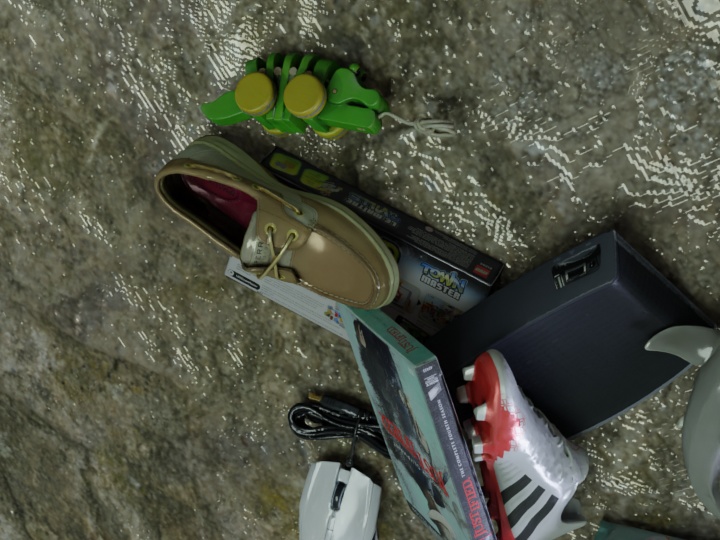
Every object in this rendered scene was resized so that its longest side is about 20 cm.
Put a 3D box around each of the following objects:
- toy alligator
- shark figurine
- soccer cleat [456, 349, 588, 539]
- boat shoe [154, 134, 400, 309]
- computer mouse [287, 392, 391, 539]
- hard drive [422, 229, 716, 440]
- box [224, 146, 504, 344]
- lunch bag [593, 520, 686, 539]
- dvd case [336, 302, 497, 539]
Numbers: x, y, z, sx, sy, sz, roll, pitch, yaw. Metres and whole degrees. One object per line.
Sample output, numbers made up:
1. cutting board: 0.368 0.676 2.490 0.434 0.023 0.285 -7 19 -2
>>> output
1. toy alligator: -0.021 -0.127 0.988 0.197 0.059 0.055 5 79 23
2. shark figurine: 0.257 0.116 0.945 0.126 0.090 0.217 -1 116 -13
3. soccer cleat: 0.120 0.127 0.991 0.084 0.069 0.202 -13 130 -1
4. boat shoe: -0.065 -0.025 1.001 0.199 0.066 0.075 30 126 21
5. computer mouse: -0.016 0.199 1.171 0.108 0.044 0.202 15 122 16
6. hard drive: 0.141 0.064 0.998 0.134 0.043 0.199 38 127 -26
7. box: 0.000 0.000 1.057 0.198 0.035 0.111 28 125 9
8. lunch bag: 0.244 0.315 1.069 0.168 0.122 0.203 9 115 19
9. dvd case: 0.045 0.124 1.018 0.146 0.022 0.202 39 152 60
